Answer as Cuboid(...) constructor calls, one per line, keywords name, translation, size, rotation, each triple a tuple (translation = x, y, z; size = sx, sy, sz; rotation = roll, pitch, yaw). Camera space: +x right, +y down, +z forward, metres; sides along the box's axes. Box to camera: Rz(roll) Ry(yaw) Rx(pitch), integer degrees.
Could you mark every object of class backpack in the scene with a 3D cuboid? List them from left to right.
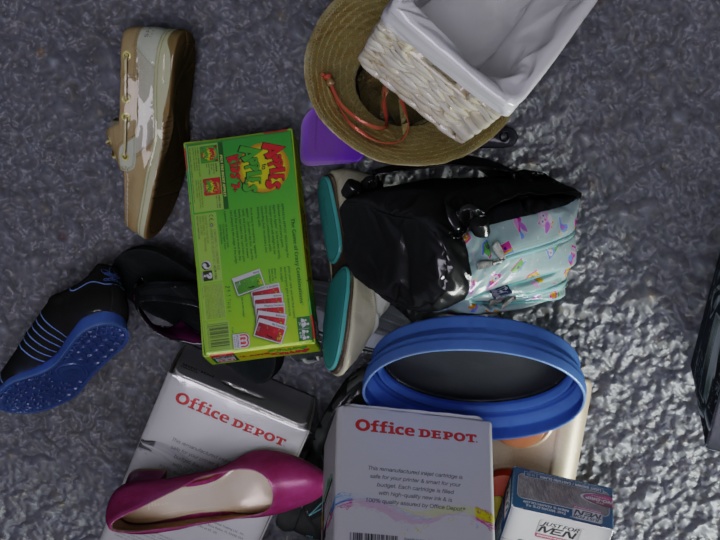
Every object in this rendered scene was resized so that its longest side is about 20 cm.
Cuboid(name="backpack", translation=(0.099, -0.027, 1.470), size=(0.200, 0.167, 0.127), rotation=(-10, 116, -37))

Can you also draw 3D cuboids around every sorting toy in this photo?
Cuboid(name="sorting toy", translation=(0.112, 0.175, 1.611), size=(0.200, 0.036, 0.185), rotation=(9, 109, 3))

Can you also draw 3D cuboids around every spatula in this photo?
Cuboid(name="spatula", translation=(0.044, -0.124, 1.525), size=(0.200, 0.021, 0.057), rotation=(1, 84, 2))

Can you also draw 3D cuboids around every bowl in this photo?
Cuboid(name="bowl", translation=(0.102, 0.097, 1.491), size=(0.201, 0.039, 0.201), rotation=(3, 152, 2))

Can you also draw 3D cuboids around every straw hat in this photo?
Cuboid(name="straw hat", translation=(0.034, -0.155, 1.475), size=(0.201, 0.201, 0.085), rotation=(22, 149, -2))

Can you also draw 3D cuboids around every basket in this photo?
Cuboid(name="basket", translation=(0.104, -0.222, 1.388), size=(0.136, 0.123, 0.200), rotation=(39, 65, -6))

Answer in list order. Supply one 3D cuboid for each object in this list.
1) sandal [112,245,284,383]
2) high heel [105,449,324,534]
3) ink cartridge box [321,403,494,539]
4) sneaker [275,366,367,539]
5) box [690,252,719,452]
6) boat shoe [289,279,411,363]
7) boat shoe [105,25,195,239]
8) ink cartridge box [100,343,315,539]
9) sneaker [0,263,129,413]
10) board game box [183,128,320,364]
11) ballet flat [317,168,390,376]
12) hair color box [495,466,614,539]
Cuboid(name="sandal", translation=(-0.161, 0.040, 1.553), size=(0.200, 0.048, 0.075), rotation=(31, 127, 21))
Cuboid(name="high heel", translation=(-0.132, 0.212, 1.529), size=(0.200, 0.096, 0.067), rotation=(2, 109, 4))
Cuboid(name="ink cartridge box", translation=(0.041, 0.230, 1.483), size=(0.145, 0.200, 0.084), rotation=(7, 146, -9))
Cuboid(name="sneaker", translation=(-0.013, 0.181, 1.607), size=(0.079, 0.075, 0.200), rotation=(27, 119, 5))
Cuboid(name="box", translation=(0.375, 0.042, 1.455), size=(0.124, 0.197, 0.200), rotation=(11, 109, 2))
Cuboid(name="boat shoe", translation=(-0.049, 0.051, 1.577), size=(0.200, 0.072, 0.071), rotation=(15, 117, 12))
Cuboid(name="boat shoe", translation=(-0.198, -0.129, 1.530), size=(0.066, 0.074, 0.200), rotation=(15, 108, 14))
Cuboid(name="ink cartridge box", translation=(-0.147, 0.193, 1.619), size=(0.147, 0.083, 0.200), rotation=(24, 109, -3))
Cuboid(name="sneaker", translation=(-0.289, 0.068, 1.606), size=(0.070, 0.078, 0.200), rotation=(24, 135, -38))
Cuboid(name="board game box", translation=(-0.099, -0.021, 1.510), size=(0.102, 0.048, 0.200), rotation=(-7, 78, 3))
Cuboid(name="ballet flat", translation=(0.000, 0.000, 1.512), size=(0.069, 0.069, 0.200), rotation=(-5, 70, 8))
Cuboid(name="hair color box", translation=(0.170, 0.288, 1.602), size=(0.100, 0.061, 0.200), rotation=(13, 126, -1))
